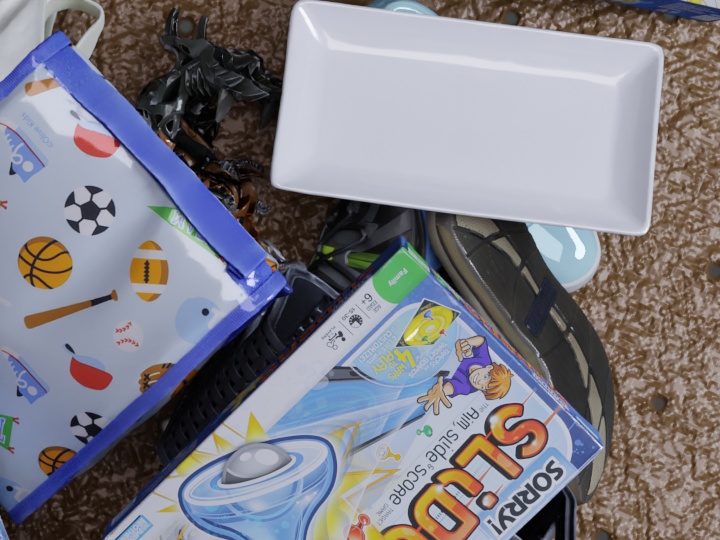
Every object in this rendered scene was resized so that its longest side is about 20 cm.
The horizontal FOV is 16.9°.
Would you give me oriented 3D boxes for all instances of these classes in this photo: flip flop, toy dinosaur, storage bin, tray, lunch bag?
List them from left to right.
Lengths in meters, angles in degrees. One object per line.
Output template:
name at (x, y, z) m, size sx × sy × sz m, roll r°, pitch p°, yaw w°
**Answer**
lunch bag at (-0.143, -0.003, 1.190) m, size 0.170 × 0.200 × 0.124 m, roll 47°, pitch 41°, yaw -1°
toy dinosaur at (-0.105, -0.063, 1.309) m, size 0.200 × 0.102 × 0.136 m, roll 37°, pitch 102°, yaw -11°
storage bin at (0.006, 0.106, 1.245) m, size 0.200 × 0.135 × 0.094 m, roll 38°, pitch 106°, yaw -6°
tray at (0.057, -0.079, 1.278) m, size 0.200 × 0.022 × 0.107 m, roll 7°, pitch 77°, yaw -2°
flip flop at (0.082, 0.040, 1.328) m, size 0.200 × 0.058 × 0.081 m, roll 58°, pitch 37°, yaw -22°

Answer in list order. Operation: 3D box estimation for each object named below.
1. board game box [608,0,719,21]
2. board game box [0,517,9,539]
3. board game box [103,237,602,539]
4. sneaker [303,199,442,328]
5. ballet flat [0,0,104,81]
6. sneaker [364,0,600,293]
board game box at (0.143, -0.215, 1.319) m, size 0.200 × 0.034 × 0.135 m, roll 3°, pitch 85°, yaw -47°
board game box at (-0.253, 0.192, 1.162) m, size 0.200 × 0.043 × 0.199 m, roll -22°, pitch 88°, yaw 6°
board game box at (-0.004, 0.102, 1.144) m, size 0.135 × 0.034 × 0.200 m, roll 44°, pitch 97°, yaw -7°
sneaker at (0.000, 0.000, 1.326) m, size 0.083 × 0.071 × 0.200 m, roll -7°, pitch 90°, yaw -14°
ballet flat at (-0.165, -0.153, 1.297) m, size 0.069 × 0.069 × 0.200 m, roll 15°, pitch 62°, yaw -6°
sneaker at (0.061, -0.067, 1.333) m, size 0.074 × 0.082 × 0.200 m, roll -43°, pitch 92°, yaw -7°
